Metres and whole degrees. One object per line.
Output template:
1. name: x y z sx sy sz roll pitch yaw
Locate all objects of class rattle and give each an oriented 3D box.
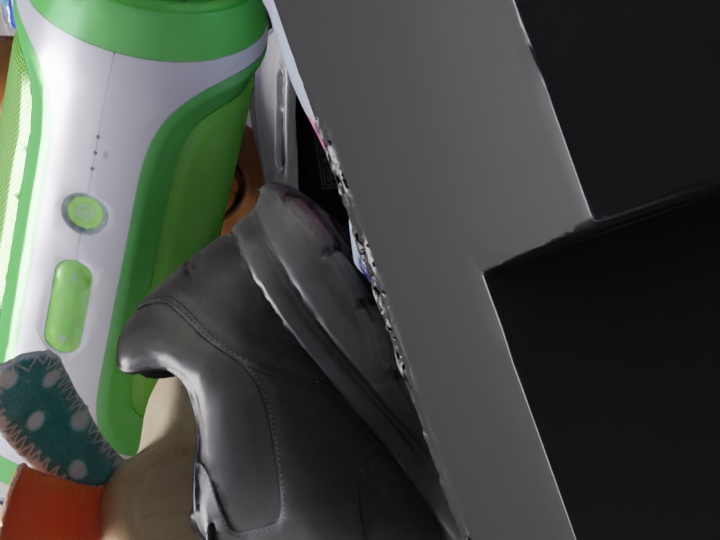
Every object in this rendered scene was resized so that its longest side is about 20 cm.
1. rattle: -0.068 0.088 0.842 0.143 0.199 0.131 -15 85 51

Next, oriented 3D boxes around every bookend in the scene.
1. bookend: 0.068 -0.014 0.579 0.200 0.092 0.200 150 101 -75

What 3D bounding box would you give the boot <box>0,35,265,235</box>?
1. boot: -0.127 -0.051 0.990 0.155 0.199 0.077 -3 -66 -82

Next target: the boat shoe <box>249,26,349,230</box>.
1. boat shoe: 0.000 0.000 0.918 0.065 0.073 0.201 147 105 -81

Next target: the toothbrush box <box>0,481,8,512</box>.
1. toothbrush box: -0.086 0.051 1.039 0.200 0.145 0.087 -82 -17 -64

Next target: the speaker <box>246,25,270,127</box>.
1. speaker: -0.079 -0.081 1.119 0.201 0.088 0.089 87 161 -46

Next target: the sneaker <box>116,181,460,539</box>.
1. sneaker: 0.000 0.075 0.750 0.201 0.091 0.076 57 -175 15

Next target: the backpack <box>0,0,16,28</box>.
1. backpack: -0.126 -0.165 0.954 0.183 0.199 0.135 -127 23 -53

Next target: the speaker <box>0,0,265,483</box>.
1. speaker: -0.087 -0.021 0.852 0.089 0.088 0.201 -122 37 -47

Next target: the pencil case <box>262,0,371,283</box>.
1. pencil case: 0.006 -0.093 0.756 0.091 0.083 0.201 68 180 -71
